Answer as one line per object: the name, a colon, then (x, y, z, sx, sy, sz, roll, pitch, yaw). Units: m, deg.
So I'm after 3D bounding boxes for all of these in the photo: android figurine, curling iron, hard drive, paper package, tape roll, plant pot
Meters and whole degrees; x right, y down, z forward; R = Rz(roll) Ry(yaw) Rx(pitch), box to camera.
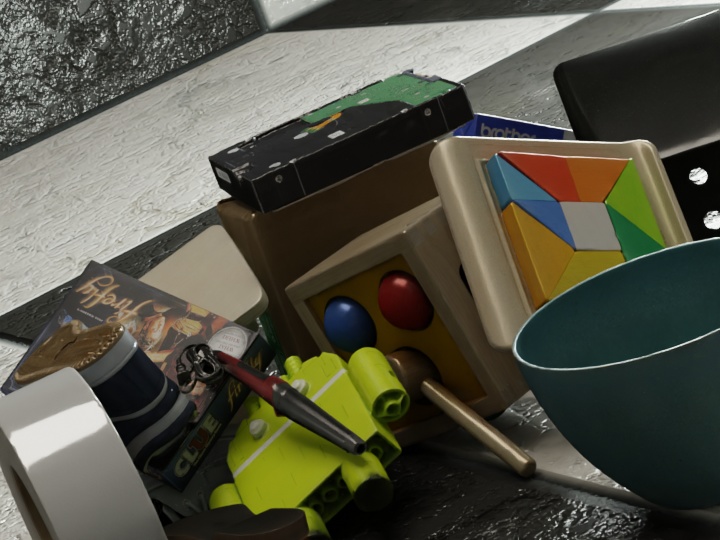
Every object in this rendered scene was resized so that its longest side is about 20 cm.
android figurine: (-0.040, 0.135, 1.661, 0.182, 0.041, 0.200, -43, 33, 9)
curling iron: (-0.067, 0.100, 1.645, 0.200, 0.026, 0.050, 24, 49, 39)
hard drive: (-0.017, -0.110, 1.858, 0.200, 0.038, 0.140, -26, 18, -14)
paper package: (0.000, 0.000, 1.903, 0.190, 0.200, 0.103, -24, 16, -11)
tape roll: (-0.198, 0.174, 1.580, 0.071, 0.203, 0.202, -26, 16, -16)
plant pot: (0.288, -0.081, 1.854, 0.199, 0.200, 0.178, -17, 28, 12)
plant pot: (0.217, 0.080, 1.472, 0.200, 0.135, 0.200, -20, 15, 5)

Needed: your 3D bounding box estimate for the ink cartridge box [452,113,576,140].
ink cartridge box: (0.174, -0.081, 1.979, 0.199, 0.094, 0.044, 8, 2, -25)

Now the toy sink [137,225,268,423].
toy sink: (-0.152, 0.082, 1.865, 0.200, 0.112, 0.130, -37, 39, 1)

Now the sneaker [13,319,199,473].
sneaker: (-0.195, 0.098, 1.702, 0.070, 0.109, 0.200, -48, 16, -19)

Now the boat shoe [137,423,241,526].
boat shoe: (-0.151, 0.188, 1.745, 0.200, 0.070, 0.072, -22, 40, -8)

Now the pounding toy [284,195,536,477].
pounding toy: (0.061, 0.061, 1.705, 0.142, 0.200, 0.184, -35, 6, -42)

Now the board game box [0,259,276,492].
board game box: (-0.181, 0.081, 1.769, 0.200, 0.035, 0.136, 21, 70, 38)

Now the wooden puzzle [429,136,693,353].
wooden puzzle: (0.167, -0.025, 1.672, 0.199, 0.185, 0.037, -3, -30, -27)

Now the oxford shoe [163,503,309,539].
oxford shoe: (-0.094, 0.208, 1.571, 0.071, 0.071, 0.200, -21, 9, -27)
